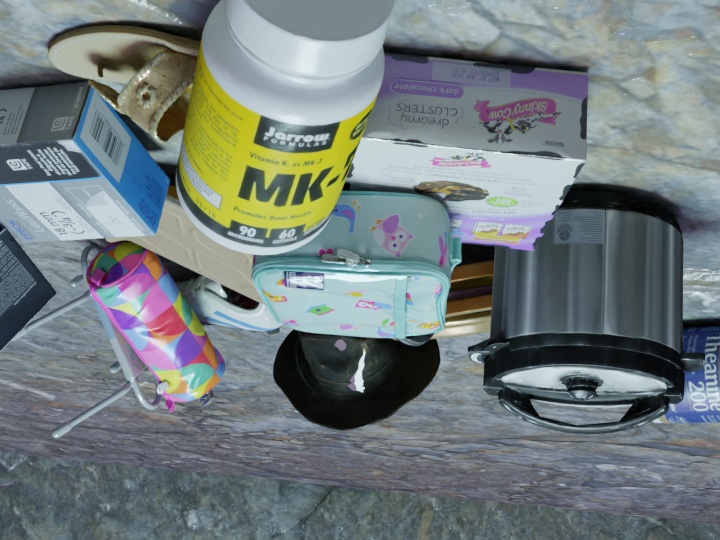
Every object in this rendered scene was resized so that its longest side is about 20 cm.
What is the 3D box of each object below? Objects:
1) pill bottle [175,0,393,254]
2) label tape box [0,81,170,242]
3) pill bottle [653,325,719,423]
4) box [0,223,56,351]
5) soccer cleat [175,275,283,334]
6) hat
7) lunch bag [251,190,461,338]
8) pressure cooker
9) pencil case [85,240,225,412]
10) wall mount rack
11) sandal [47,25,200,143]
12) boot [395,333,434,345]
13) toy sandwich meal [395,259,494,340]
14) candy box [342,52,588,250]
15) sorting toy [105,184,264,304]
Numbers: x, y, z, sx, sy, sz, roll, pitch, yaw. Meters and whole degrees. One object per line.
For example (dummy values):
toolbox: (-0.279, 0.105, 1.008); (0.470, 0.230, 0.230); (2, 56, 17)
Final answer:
pill bottle: (-0.050, -0.109, 0.761); (0.114, 0.115, 0.200); (9, 145, -10)
label tape box: (-0.283, -0.085, 1.010); (0.199, 0.064, 0.144); (-2, 150, 20)
pill bottle: (0.427, 0.117, 1.376); (0.199, 0.111, 0.111); (-6, 159, 30)
box: (-0.391, -0.014, 1.132); (0.148, 0.104, 0.200); (39, 165, 12)
soccer cleat: (-0.177, 0.028, 1.379); (0.199, 0.070, 0.086); (-1, 144, 14)
hat: (-0.012, 0.076, 1.336); (0.200, 0.201, 0.081); (0, 132, 18)
lunch bag: (0.000, 0.000, 0.970); (0.160, 0.077, 0.200); (5, 164, 4)
pressure cooker: (0.199, 0.047, 1.083); (0.178, 0.201, 0.176); (17, 158, -33)
pencil case: (-0.220, 0.059, 1.311); (0.088, 0.089, 0.200); (-5, 129, 30)
wall mount rack: (-0.295, 0.082, 1.319); (0.074, 0.201, 0.174); (-16, -163, 16)
sandal: (-0.130, -0.125, 0.862); (0.211, 0.070, 0.078); (3, 162, 9)
boot: (-0.020, 0.028, 1.219); (0.165, 0.066, 0.200); (50, 151, -1)
toy sandwich meal: (0.106, 0.027, 1.261); (0.204, 0.071, 0.205); (-8, -179, 0)
candy box: (0.071, -0.086, 0.923); (0.167, 0.072, 0.200); (6, 163, -1)
sorting toy: (-0.158, -0.035, 1.155); (0.199, 0.037, 0.185); (21, 163, 4)
